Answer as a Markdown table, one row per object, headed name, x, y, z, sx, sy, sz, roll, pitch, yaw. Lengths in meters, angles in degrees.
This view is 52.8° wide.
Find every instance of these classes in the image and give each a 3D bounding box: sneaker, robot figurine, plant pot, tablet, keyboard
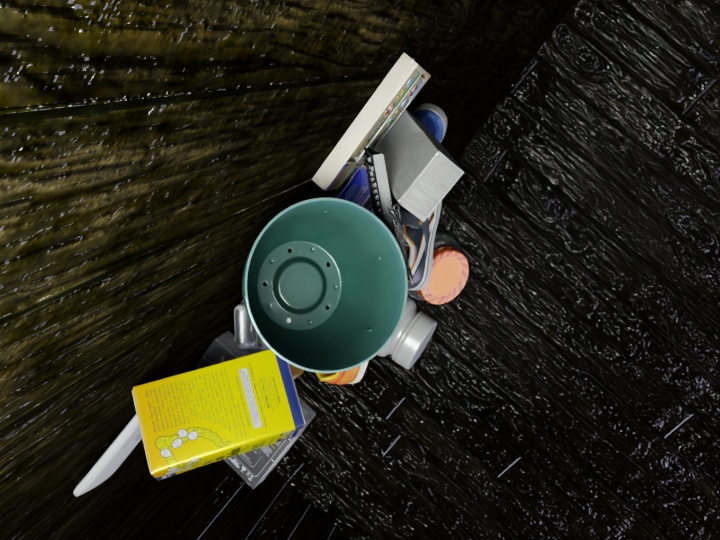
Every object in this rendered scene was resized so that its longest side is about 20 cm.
| name | x | y | z | sx | sy | sz | roll | pitch | yaw |
| --- | --- | --- | --- | --- | --- | --- | --- | --- | --- |
| sneaker | 0.079 | -0.193 | 1.262 | 0.200 | 0.076 | 0.112 | -46 | -165 | 53 |
| robot figurine | -0.117 | 0.079 | 1.140 | 0.199 | 0.167 | 0.115 | -5 | 97 | -60 |
| plant pot | -0.060 | 0.018 | 0.916 | 0.201 | 0.200 | 0.161 | -49 | -167 | -12 |
| sneaker | -0.014 | 0.079 | 1.026 | 0.073 | 0.076 | 0.203 | 46 | -54 | 53 |
| sneaker | 0.067 | -0.074 | 1.051 | 0.078 | 0.204 | 0.079 | -1 | 175 | 43 |
| tablet | -0.334 | 0.240 | 1.072 | 0.201 | 0.014 | 0.130 | -51 | 176 | -1 |
| keyboard | 0.035 | -0.052 | 0.934 | 0.020 | 0.203 | 0.127 | -15 | -160 | -10 |

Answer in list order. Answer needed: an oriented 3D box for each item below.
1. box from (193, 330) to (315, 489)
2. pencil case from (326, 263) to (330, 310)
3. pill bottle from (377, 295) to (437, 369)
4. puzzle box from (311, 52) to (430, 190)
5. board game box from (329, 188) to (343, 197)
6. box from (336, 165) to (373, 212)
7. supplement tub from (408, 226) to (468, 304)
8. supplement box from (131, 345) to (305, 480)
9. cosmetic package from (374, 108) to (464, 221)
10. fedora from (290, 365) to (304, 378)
| name | x | y | z | sx | sy | sz | roll | pitch | yaw |
| --- | --- | --- | --- | --- | --- | --- | --- | --- | --- |
| box | -0.193 | 0.224 | 1.170 | 0.159 | 0.199 | 0.048 | -52 | 172 | 20 |
| pencil case | 0.000 | 0.000 | 1.101 | 0.198 | 0.089 | 0.079 | -29 | 145 | -31 |
| pill bottle | 0.025 | 0.074 | 1.246 | 0.114 | 0.198 | 0.114 | -52 | 166 | -19 |
| puzzle box | 0.018 | -0.196 | 0.977 | 0.201 | 0.025 | 0.133 | -52 | 175 | 15 |
| board game box | -0.046 | -0.052 | 1.215 | 0.135 | 0.034 | 0.201 | -48 | 163 | -40 |
| box | 0.004 | -0.098 | 1.103 | 0.120 | 0.041 | 0.200 | -53 | 171 | 15 |
| supplement tub | 0.093 | -0.030 | 1.249 | 0.123 | 0.122 | 0.200 | -50 | -142 | 2 |
| supplement box | -0.185 | 0.188 | 0.950 | 0.197 | 0.111 | 0.109 | -14 | 164 | -16 |
| cosmetic package | 0.072 | -0.146 | 0.975 | 0.083 | 0.050 | 0.201 | -48 | -155 | 16 |
| fedora | -0.165 | 0.174 | 1.342 | 0.198 | 0.083 | 0.201 | -22 | -173 | 3 |
